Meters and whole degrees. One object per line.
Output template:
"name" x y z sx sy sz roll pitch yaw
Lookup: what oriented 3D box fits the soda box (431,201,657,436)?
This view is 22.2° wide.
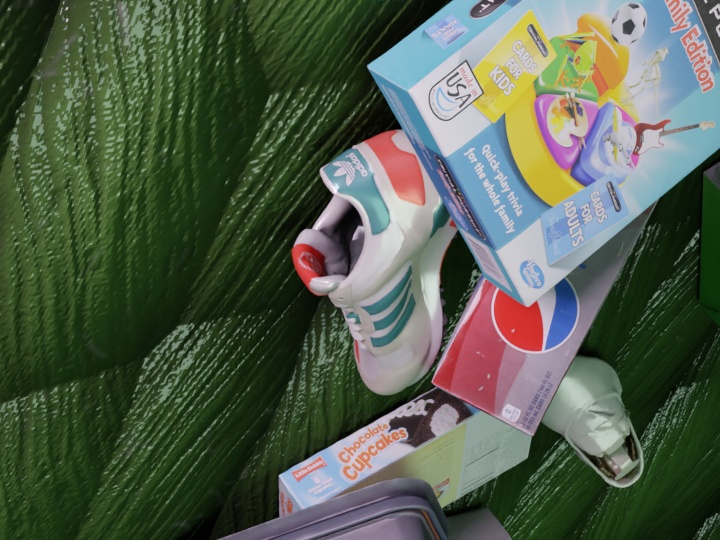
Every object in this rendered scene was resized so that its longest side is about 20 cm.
"soda box" 0.115 -0.010 1.055 0.201 0.070 0.063 -62 176 2

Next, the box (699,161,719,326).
"box" 0.346 -0.036 1.340 0.176 0.097 0.200 -35 151 -9

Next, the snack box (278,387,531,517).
"snack box" 0.035 0.137 1.289 0.199 0.037 0.116 -27 150 -20

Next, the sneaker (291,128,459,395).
"sneaker" 0.000 0.000 1.025 0.093 0.070 0.200 -16 142 -24

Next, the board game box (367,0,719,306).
"board game box" 0.121 -0.102 0.949 0.200 0.047 0.151 -39 125 -10

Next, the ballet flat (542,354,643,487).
"ballet flat" 0.185 0.120 1.413 0.069 0.070 0.200 -39 152 1

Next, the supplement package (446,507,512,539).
"supplement package" 0.050 0.306 1.465 0.121 0.120 0.200 -7 139 -43

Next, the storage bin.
"storage bin" -0.022 0.250 1.219 0.199 0.135 0.146 -18 146 4
